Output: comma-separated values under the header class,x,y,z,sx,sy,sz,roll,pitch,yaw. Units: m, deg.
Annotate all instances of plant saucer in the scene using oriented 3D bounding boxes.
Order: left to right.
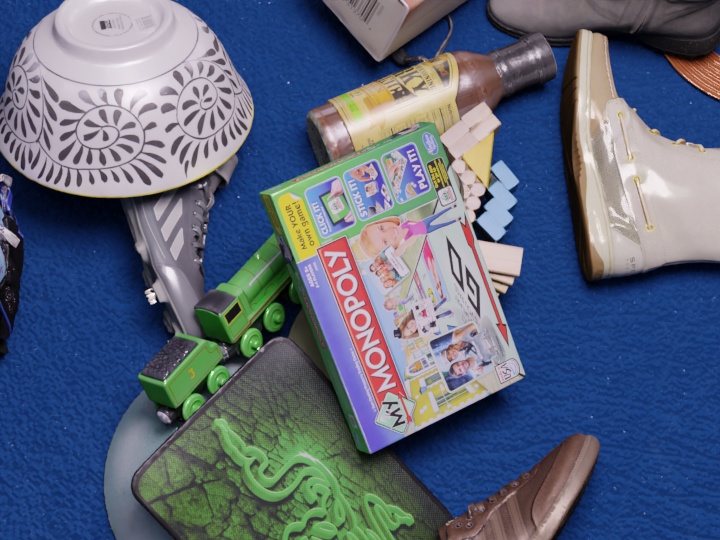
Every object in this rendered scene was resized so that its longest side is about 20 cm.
class,x,y,z,sx,sy,sz,roll,pitch,yaw
plant saucer,-0.089,0.147,1.410,0.200,0.039,0.202,0,68,-1

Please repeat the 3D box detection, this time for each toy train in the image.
class,x,y,z,sx,sy,sz,roll,pitch,yaw
toy train,-0.090,0.032,1.424,0.042,0.056,0.200,12,49,38

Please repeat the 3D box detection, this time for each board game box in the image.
class,x,y,z,sx,sy,sz,roll,pitch,yaw
board game box,0.025,0.012,1.382,0.134,0.029,0.200,-25,102,-19

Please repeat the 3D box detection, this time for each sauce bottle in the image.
class,x,y,z,sx,sy,sz,roll,pitch,yaw
sauce bottle,0.057,-0.133,1.514,0.200,0.065,0.065,-24,71,-12

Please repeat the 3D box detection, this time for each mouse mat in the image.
class,x,y,z,sx,sy,sz,roll,pitch,yaw
mouse mat,-0.045,0.167,1.379,0.161,0.008,0.200,-45,100,-17

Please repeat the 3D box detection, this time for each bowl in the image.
class,x,y,z,sx,sy,sz,roll,pitch,yaw
bowl,-0.182,-0.153,1.455,0.200,0.094,0.201,0,43,0

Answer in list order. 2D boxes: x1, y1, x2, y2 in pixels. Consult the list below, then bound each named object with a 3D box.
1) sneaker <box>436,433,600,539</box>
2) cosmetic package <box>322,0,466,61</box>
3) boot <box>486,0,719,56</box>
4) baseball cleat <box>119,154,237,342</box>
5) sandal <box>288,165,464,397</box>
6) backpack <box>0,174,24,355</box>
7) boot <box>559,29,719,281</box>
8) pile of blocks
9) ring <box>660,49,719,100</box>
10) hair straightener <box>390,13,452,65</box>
class,x,y,z,sx,sy,sz,roll,pitch,yaw
sneaker,0.097,0.187,1.384,0.075,0.070,0.200,32,70,11
cosmetic package,0.062,-0.267,1.528,0.200,0.087,0.103,-39,83,-28
boot,0.193,-0.231,1.512,0.199,0.131,0.068,7,70,13
baseball cleat,-0.132,-0.043,1.468,0.106,0.070,0.200,-21,71,-9
sandal,0.000,-0.001,1.423,0.080,0.057,0.201,29,88,38
backpack,-0.337,-0.031,1.386,0.182,0.200,0.135,6,68,1
boot,0.237,-0.093,1.501,0.154,0.072,0.201,-4,74,-3
pile of blocks,0.083,-0.023,1.474,0.082,0.062,0.201,13,77,2
ring,0.332,-0.222,1.583,0.200,0.019,0.201,1,69,-2
hair straightener,0.025,-0.250,1.571,0.077,0.041,0.200,-22,71,-10
